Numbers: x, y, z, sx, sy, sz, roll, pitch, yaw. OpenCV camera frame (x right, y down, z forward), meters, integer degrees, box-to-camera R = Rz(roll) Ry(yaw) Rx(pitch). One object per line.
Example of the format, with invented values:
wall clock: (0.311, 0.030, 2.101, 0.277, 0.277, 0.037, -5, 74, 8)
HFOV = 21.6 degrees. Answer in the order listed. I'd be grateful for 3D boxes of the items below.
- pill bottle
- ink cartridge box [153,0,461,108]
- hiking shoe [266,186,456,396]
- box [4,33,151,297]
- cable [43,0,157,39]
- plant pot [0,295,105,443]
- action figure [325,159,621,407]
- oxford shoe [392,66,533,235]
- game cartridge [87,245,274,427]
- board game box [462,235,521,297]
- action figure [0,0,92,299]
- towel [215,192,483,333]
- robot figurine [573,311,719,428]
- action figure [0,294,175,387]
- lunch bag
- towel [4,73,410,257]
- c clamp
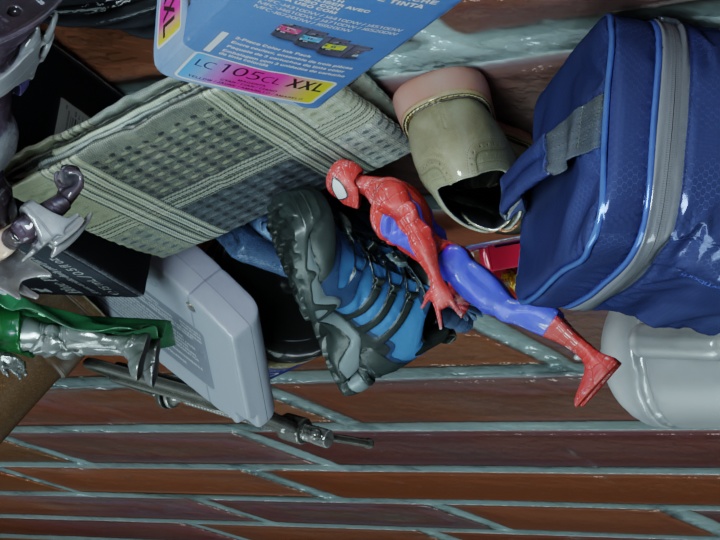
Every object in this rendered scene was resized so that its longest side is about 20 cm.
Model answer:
pill bottle: (-0.084, 0.028, 1.407, 0.112, 0.112, 0.200, 13, 163, -19)
ink cartridge box: (-0.006, -0.154, 0.668, 0.076, 0.137, 0.200, 9, 165, -24)
hiking shoe: (0.000, 0.000, 1.163, 0.087, 0.074, 0.200, -23, 150, 0)
box: (-0.251, -0.065, 1.146, 0.200, 0.118, 0.197, 2, 164, 24)
cable: (-0.150, -0.148, 0.921, 0.163, 0.051, 0.200, -6, 160, 40)
plant pot: (-0.317, 0.064, 1.360, 0.200, 0.198, 0.200, 34, 167, 9)
action figure: (0.058, 0.003, 1.077, 0.200, 0.052, 0.065, 43, -170, 11)
oxford shoe: (0.069, -0.048, 1.104, 0.071, 0.074, 0.200, -21, 157, 15)
game cartridge: (-0.140, 0.014, 1.305, 0.200, 0.040, 0.133, 35, 155, 27)
board game box: (0.127, -0.005, 1.189, 0.158, 0.039, 0.200, -9, 179, -13)
action figure: (-0.193, -0.064, 0.941, 0.130, 0.069, 0.200, 27, 143, 10)
towel: (-0.011, -0.019, 1.272, 0.200, 0.049, 0.112, 18, -165, -33)
robot figurine: (0.256, 0.055, 1.336, 0.200, 0.113, 0.169, -3, 169, 34)
action figure: (-0.228, 0.037, 1.199, 0.200, 0.055, 0.118, 9, 170, 9)
lunch bag: (0.146, -0.048, 0.979, 0.132, 0.136, 0.200, 10, 166, -7)
towel: (-0.082, -0.071, 1.072, 0.192, 0.035, 0.200, -22, 161, 17)
c clamp: (-0.112, 0.106, 1.464, 0.200, 0.027, 0.171, 14, 174, 28)
